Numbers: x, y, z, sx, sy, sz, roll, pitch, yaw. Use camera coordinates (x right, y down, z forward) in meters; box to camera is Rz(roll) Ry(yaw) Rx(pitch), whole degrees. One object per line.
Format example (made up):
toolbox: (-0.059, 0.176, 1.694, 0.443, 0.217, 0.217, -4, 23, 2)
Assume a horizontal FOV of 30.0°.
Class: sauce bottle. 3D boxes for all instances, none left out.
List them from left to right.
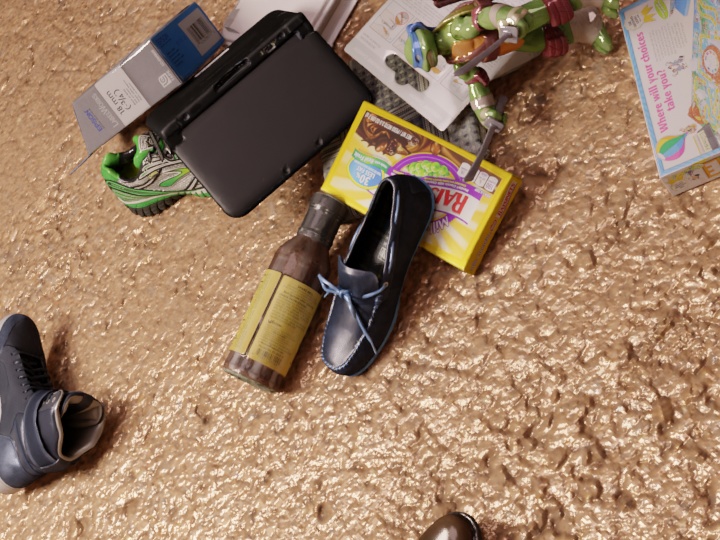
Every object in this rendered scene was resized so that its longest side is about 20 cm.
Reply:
sauce bottle: (-0.069, 0.021, 1.336, 0.064, 0.065, 0.202, 18, 77, 41)

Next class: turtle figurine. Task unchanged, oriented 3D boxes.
turtle figurine: (0.149, -0.189, 1.237, 0.192, 0.145, 0.201, -20, 34, -6)

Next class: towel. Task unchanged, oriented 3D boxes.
towel: (0.041, -0.159, 1.396, 0.191, 0.034, 0.202, -24, 54, 27)

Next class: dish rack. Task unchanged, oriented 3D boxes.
dish rack: (-0.078, -0.325, 1.570, 0.171, 0.043, 0.202, 20, 76, 42)

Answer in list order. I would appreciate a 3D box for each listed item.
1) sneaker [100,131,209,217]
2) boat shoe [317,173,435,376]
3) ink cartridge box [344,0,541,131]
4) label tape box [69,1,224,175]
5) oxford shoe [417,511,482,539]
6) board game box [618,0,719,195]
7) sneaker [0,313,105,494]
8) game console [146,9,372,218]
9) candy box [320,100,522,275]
sneaker: (-0.207, -0.123, 1.515, 0.198, 0.085, 0.079, -21, 53, 24)
boat shoe: (0.000, 0.000, 1.274, 0.084, 0.068, 0.203, 19, 93, 37)
ink cartridge box: (0.105, -0.251, 1.365, 0.201, 0.057, 0.162, -50, 60, 4)
label tape box: (-0.266, -0.213, 1.562, 0.199, 0.063, 0.145, -33, 15, 28)
oxford shoe: (0.030, 0.281, 1.099, 0.072, 0.084, 0.201, 26, 79, 44)
board game box: (0.314, -0.179, 1.199, 0.133, 0.034, 0.202, -22, 53, 24)
sneaker: (-0.339, 0.126, 1.458, 0.145, 0.076, 0.205, -25, 60, 36)
game console: (-0.113, -0.173, 1.451, 0.200, 0.117, 0.176, -40, 22, -6)
candy box: (0.055, -0.083, 1.309, 0.199, 0.026, 0.103, 30, 98, 36)
